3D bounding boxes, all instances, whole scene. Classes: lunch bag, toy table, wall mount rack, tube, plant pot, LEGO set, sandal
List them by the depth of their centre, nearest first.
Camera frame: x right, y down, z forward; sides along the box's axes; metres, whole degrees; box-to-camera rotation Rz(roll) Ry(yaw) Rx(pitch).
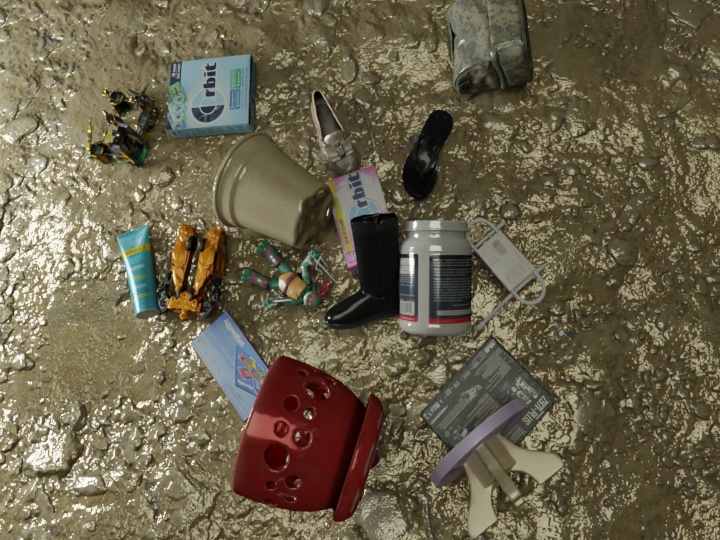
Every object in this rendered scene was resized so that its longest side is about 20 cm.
[{"bbox_3d":[-0.069,0.251,0.819,0.178,0.201,0.206,20,80,3],"label":"plant pot"},{"bbox_3d":[0.219,0.315,0.899,0.200,0.183,0.118,-44,59,8],"label":"toy table"},{"bbox_3d":[0.257,0.008,1.102,0.172,0.075,0.201,-38,74,-5],"label":"wall mount rack"},{"bbox_3d":[-0.159,-0.142,1.118,0.180,0.201,0.204,28,81,19],"label":"plant pot"},{"bbox_3d":[0.266,-0.483,1.181,0.163,0.139,0.207,-9,72,23],"label":"lunch bag"},{"bbox_3d":[0.138,-0.251,1.191,0.074,0.043,0.206,16,79,11],"label":"sandal"},{"bbox_3d":[-0.476,0.002,1.221,0.075,0.051,0.205,-18,70,-4],"label":"tube"},{"bbox_3d":[-0.547,-0.334,1.269,0.150,0.116,0.205,21,80,12],"label":"LEGO set"}]

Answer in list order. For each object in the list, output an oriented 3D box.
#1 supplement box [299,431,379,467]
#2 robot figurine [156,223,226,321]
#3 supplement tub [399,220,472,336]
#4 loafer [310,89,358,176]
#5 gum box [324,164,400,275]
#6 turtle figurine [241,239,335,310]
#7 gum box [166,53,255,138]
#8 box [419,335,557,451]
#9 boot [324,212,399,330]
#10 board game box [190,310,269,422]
[{"bbox_3d":[-0.033,0.311,1.002,0.100,0.200,0.104,-17,75,2],"label":"supplement box"},{"bbox_3d":[-0.349,0.007,1.191,0.140,0.058,0.207,6,77,10],"label":"robot figurine"},{"bbox_3d":[0.140,0.013,1.058,0.136,0.140,0.207,1,92,8],"label":"supplement tub"},{"bbox_3d":[-0.064,-0.297,1.220,0.070,0.063,0.205,-23,74,1],"label":"loafer"},{"bbox_3d":[0.007,-0.098,1.161,0.110,0.066,0.206,-17,75,3],"label":"gum box"},{"bbox_3d":[-0.144,0.026,1.138,0.197,0.102,0.151,28,69,28],"label":"turtle figurine"},{"bbox_3d":[-0.341,-0.398,1.293,0.193,0.045,0.176,-3,77,6],"label":"gum box"},{"bbox_3d":[0.229,0.252,1.036,0.164,0.086,0.200,43,86,14],"label":"box"},{"bbox_3d":[0.001,0.000,1.070,0.160,0.206,0.066,-14,30,-19],"label":"boot"},{"bbox_3d":[-0.255,0.193,1.154,0.102,0.019,0.201,-39,75,-1],"label":"board game box"}]
